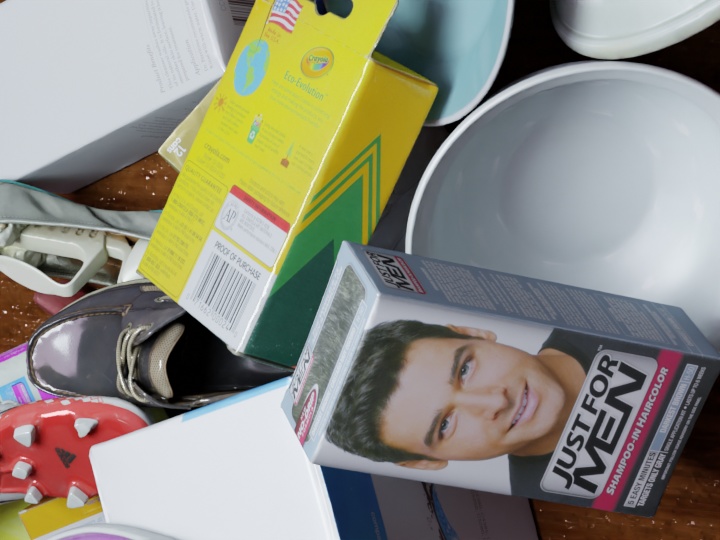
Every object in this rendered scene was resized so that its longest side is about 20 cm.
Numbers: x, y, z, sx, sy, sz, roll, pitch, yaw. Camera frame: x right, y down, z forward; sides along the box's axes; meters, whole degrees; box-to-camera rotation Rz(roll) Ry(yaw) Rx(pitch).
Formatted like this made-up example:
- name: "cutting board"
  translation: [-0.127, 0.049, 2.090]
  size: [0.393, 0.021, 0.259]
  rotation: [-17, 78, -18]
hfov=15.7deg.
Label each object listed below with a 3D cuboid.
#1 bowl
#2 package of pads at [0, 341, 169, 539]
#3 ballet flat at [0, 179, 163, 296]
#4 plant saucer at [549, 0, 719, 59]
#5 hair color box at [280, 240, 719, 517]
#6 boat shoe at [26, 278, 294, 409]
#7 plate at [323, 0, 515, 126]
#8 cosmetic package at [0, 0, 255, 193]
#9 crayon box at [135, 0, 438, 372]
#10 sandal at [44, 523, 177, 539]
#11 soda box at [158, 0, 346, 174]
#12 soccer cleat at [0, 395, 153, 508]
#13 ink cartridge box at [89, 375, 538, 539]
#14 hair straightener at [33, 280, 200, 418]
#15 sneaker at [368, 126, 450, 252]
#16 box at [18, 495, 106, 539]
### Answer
- name: "bowl"
  translation: [0.120, -0.032, 1.381]
  size: [0.201, 0.201, 0.090]
  rotation: [-58, 17, 20]
- name: "package of pads"
  translation: [-0.177, 0.141, 1.595]
  size: [0.154, 0.068, 0.200]
  rotation: [-24, 93, 33]
- name: "ballet flat"
  translation: [-0.149, -0.005, 1.570]
  size: [0.200, 0.064, 0.067]
  rotation: [11, 141, 11]
- name: "plant saucer"
  translation: [0.166, -0.197, 1.326]
  size: [0.200, 0.050, 0.200]
  rotation: [-34, 29, 21]
- name: "hair color box"
  translation: [0.072, 0.057, 1.313]
  size: [0.099, 0.200, 0.061]
  rotation: [-69, 26, 21]
- name: "boat shoe"
  translation: [-0.105, 0.042, 1.469]
  size: [0.200, 0.073, 0.075]
  rotation: [-7, 94, 21]
- name: "plate"
  translation: [0.032, -0.175, 1.352]
  size: [0.200, 0.026, 0.201]
  rotation: [32, 128, 53]
- name: "cosmetic package"
  translation: [-0.147, -0.131, 1.594]
  size: [0.200, 0.081, 0.113]
  rotation: [-21, 78, 34]
- name: "crayon box"
  translation: [-0.035, -0.061, 1.380]
  size: [0.127, 0.051, 0.200]
  rotation: [36, 104, 53]
- name: "sandal"
  translation: [-0.117, 0.175, 1.351]
  size: [0.202, 0.050, 0.083]
  rotation: [-3, 90, 34]
- name: "soda box"
  translation: [-0.024, -0.121, 1.471]
  size: [0.068, 0.064, 0.200]
  rotation: [41, 95, -5]
- name: "soccer cleat"
  translation: [-0.199, 0.102, 1.507]
  size: [0.200, 0.085, 0.069]
  rotation: [-22, 115, 29]
- name: "ink cartridge box"
  translation: [-0.018, 0.139, 1.434]
  size: [0.147, 0.200, 0.146]
  rotation: [-21, 80, 33]
- name: "hair straightener"
  translation: [-0.128, 0.083, 1.615]
  size: [0.200, 0.041, 0.077]
  rotation: [29, 125, 25]
- name: "sneaker"
  translation: [0.000, 0.000, 1.496]
  size: [0.200, 0.075, 0.115]
  rotation: [-51, 61, 20]
- name: "box"
  translation: [-0.105, 0.206, 1.518]
  size: [0.119, 0.041, 0.200]
  rotation: [-23, 97, 29]
